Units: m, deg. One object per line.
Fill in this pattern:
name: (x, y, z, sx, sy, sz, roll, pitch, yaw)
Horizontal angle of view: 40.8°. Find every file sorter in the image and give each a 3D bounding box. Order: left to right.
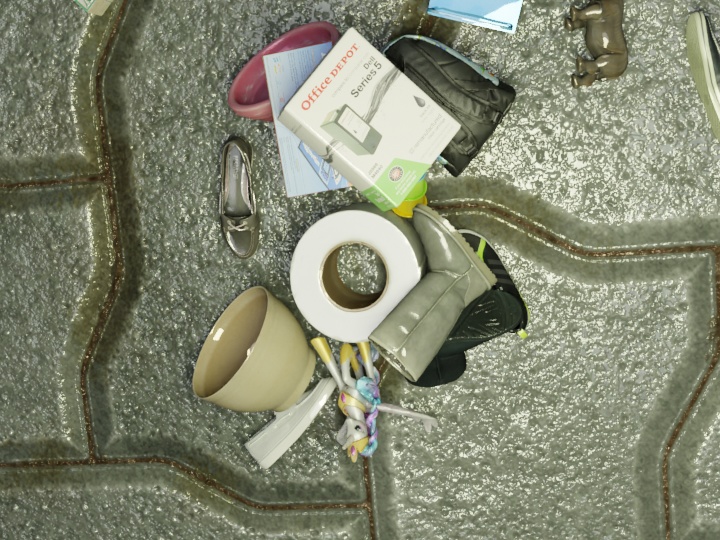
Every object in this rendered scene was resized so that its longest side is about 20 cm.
file sorter: (0.181, -0.457, 1.403, 0.138, 0.123, 0.202, 14, 107, 6)

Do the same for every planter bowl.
planter bowl: (-0.157, 0.145, 1.549, 0.134, 0.200, 0.201, 35, 103, -26)

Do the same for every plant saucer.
plant saucer: (-0.109, -0.296, 1.475, 0.200, 0.201, 0.051, -29, 125, 12)

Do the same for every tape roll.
tape roll: (0.000, 0.000, 1.515, 0.201, 0.139, 0.205, 1, 98, 8)

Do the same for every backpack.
backpack: (0.106, -0.268, 1.468, 0.199, 0.154, 0.164, 29, 107, -18)

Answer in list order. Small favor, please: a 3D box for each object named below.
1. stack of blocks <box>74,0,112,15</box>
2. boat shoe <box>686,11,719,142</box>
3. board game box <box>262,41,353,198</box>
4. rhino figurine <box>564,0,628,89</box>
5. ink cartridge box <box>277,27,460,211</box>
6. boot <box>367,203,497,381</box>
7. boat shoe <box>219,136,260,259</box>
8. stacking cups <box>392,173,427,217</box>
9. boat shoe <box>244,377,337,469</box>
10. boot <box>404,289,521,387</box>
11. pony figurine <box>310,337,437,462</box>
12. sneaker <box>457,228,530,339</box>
stack of blocks: (-0.386, -0.504, 1.538, 0.115, 0.059, 0.200, 42, 102, 1)
boat shoe: (0.531, -0.288, 1.427, 0.062, 0.075, 0.201, -22, 100, 6)
board game box: (-0.070, -0.210, 1.354, 0.102, 0.019, 0.202, -9, 93, 10)
rhino figurine: (0.352, -0.378, 1.444, 0.087, 0.060, 0.202, -8, 96, -4)
ink cartridge box: (0.009, -0.200, 1.302, 0.200, 0.084, 0.146, 40, 82, -9)
boot: (0.081, 0.030, 1.398, 0.200, 0.073, 0.182, -43, 94, -7)
boat shoe: (-0.202, -0.116, 1.569, 0.066, 0.057, 0.202, -1, 98, 9)
stacking cups: (0.069, -0.163, 1.456, 0.060, 0.201, 0.061, -2, 55, 3)
boat shoe: (-0.118, 0.241, 1.610, 0.068, 0.072, 0.200, 42, 111, 1)
boot: (0.153, 0.110, 1.503, 0.199, 0.168, 0.077, -18, 64, 2)
pony figurine: (0.007, 0.207, 1.531, 0.166, 0.193, 0.202, -25, 67, 25)
sneaker: (0.204, 0.018, 1.515, 0.072, 0.083, 0.200, -39, 91, 12)
